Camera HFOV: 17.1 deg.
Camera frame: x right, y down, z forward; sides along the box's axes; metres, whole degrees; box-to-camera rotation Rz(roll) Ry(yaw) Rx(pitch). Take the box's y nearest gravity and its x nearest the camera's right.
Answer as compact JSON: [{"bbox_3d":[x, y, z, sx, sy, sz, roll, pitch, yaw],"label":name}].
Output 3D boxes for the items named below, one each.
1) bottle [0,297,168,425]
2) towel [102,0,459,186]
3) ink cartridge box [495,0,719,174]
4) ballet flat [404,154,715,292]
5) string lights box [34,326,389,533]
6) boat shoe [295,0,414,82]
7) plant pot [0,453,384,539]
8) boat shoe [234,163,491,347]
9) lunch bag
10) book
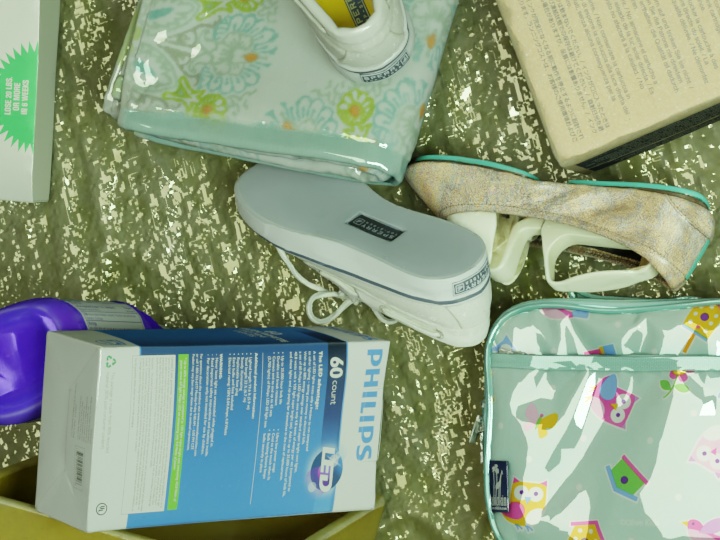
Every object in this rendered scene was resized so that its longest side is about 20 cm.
[{"bbox_3d":[-0.163,0.053,1.424,0.083,0.200,0.065,-23,81,17],"label":"bottle"},{"bbox_3d":[-0.045,-0.148,1.452,0.200,0.048,0.172,12,77,18],"label":"towel"},{"bbox_3d":[0.160,-0.178,1.390,0.164,0.075,0.200,-22,81,15],"label":"ink cartridge box"},{"bbox_3d":[0.105,-0.024,1.391,0.200,0.068,0.067,8,74,32],"label":"ballet flat"},{"bbox_3d":[-0.080,0.086,1.351,0.059,0.200,0.103,13,99,50],"label":"string lights box"},{"bbox_3d":[-0.037,-0.206,1.391,0.074,0.086,0.202,-27,66,4],"label":"boat shoe"},{"bbox_3d":[-0.120,0.224,1.416,0.194,0.195,0.201,13,101,18],"label":"plant pot"},{"bbox_3d":[0.004,-0.002,1.437,0.202,0.075,0.086,23,137,39],"label":"boat shoe"},{"bbox_3d":[0.163,0.089,1.378,0.200,0.077,0.161,-1,88,19],"label":"lunch bag"},{"bbox_3d":[-0.295,-0.117,1.561,0.199,0.048,0.134,4,93,17],"label":"book"}]
